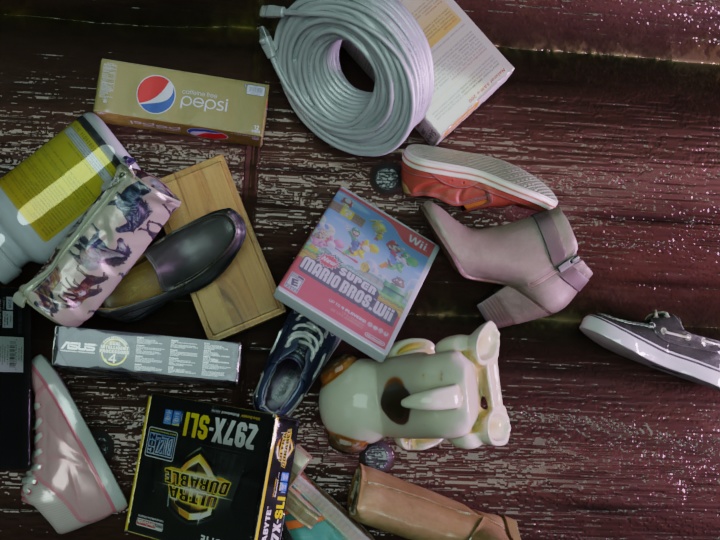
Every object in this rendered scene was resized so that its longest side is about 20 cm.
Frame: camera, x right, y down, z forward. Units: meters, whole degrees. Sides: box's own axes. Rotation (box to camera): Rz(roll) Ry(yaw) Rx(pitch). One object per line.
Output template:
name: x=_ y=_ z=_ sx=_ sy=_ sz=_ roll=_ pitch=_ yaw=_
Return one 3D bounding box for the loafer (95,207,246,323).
loafer: x=-0.217 y=-0.002 z=1.350 sx=0.199 sy=0.072 sz=0.073 roll=-37 pitch=83 yaw=13

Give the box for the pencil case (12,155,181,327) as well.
pencil case: x=-0.289 y=-0.026 z=1.302 sx=0.200 sy=0.078 sz=0.089 roll=-50 pitch=131 yaw=2

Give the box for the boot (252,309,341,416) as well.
boot: x=-0.060 y=0.084 z=1.377 sx=0.072 sy=0.090 sz=0.202 roll=25 pitch=80 yaw=-2

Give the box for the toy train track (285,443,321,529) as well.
toy train track: x=-0.120 y=0.279 z=1.338 sx=0.114 sy=0.032 sz=0.201 roll=39 pitch=110 yaw=13

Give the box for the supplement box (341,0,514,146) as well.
supplement box: x=0.070 y=-0.267 z=1.435 sx=0.126 sy=0.074 sz=0.200 roll=-41 pitch=89 yaw=-8

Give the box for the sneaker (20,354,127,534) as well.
sneaker: x=-0.352 y=0.203 z=1.346 sx=0.104 sy=0.075 sz=0.202 roll=-27 pitch=92 yaw=-13

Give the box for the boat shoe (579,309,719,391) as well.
boat shoe: x=0.359 y=0.083 z=1.436 sx=0.198 sy=0.071 sz=0.064 roll=21 pitch=83 yaw=-11

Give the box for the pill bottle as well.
pill bottle: x=-0.350 y=-0.079 z=1.355 sx=0.200 sy=0.112 sz=0.112 roll=-40 pitch=89 yaw=-8

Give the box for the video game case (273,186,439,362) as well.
video game case: x=0.000 y=0.000 z=1.370 sx=0.142 sy=0.017 sz=0.201 roll=31 pitch=44 yaw=-2

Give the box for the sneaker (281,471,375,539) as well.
sneaker: x=-0.078 y=0.276 z=1.369 sx=0.200 sy=0.071 sz=0.080 roll=42 pitch=87 yaw=5

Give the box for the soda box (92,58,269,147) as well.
soda box: x=-0.209 y=-0.196 z=1.403 sx=0.198 sy=0.068 sz=0.065 roll=9 pitch=84 yaw=-5

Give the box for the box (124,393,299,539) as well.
box: x=-0.166 y=0.228 z=1.318 sx=0.198 sy=0.049 sz=0.162 roll=5 pitch=80 yaw=38

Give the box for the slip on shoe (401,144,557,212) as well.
slip on shoe: x=0.141 y=-0.100 z=1.437 sx=0.198 sy=0.074 sz=0.062 roll=11 pitch=117 yaw=-10

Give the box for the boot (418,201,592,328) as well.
boot: x=0.178 y=-0.030 z=1.416 sx=0.145 sy=0.070 sz=0.201 roll=-32 pitch=106 yaw=4

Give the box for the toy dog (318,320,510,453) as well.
toy dog: x=0.049 y=0.151 z=1.346 sx=0.198 sy=0.194 sz=0.141 roll=-8 pitch=100 yaw=26

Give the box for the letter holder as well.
letter holder: x=-0.443 y=0.126 z=1.342 sx=0.100 sy=0.142 sz=0.203 roll=4 pitch=80 yaw=-37

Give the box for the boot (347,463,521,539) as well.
boot: x=0.084 y=0.298 z=1.339 sx=0.198 sy=0.175 sz=0.067 roll=21 pitch=98 yaw=-6

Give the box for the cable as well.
cable: x=-0.009 y=-0.231 z=1.372 sx=0.069 sy=0.198 sz=0.202 roll=-42 pitch=122 yaw=-44

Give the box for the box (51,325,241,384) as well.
box: x=-0.232 y=0.098 z=1.326 sx=0.198 sy=0.161 sz=0.050 roll=5 pitch=84 yaw=-4

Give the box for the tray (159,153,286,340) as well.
tray: x=-0.170 y=-0.025 z=1.407 sx=0.098 sy=0.037 sz=0.202 roll=-22 pitch=88 yaw=-7
